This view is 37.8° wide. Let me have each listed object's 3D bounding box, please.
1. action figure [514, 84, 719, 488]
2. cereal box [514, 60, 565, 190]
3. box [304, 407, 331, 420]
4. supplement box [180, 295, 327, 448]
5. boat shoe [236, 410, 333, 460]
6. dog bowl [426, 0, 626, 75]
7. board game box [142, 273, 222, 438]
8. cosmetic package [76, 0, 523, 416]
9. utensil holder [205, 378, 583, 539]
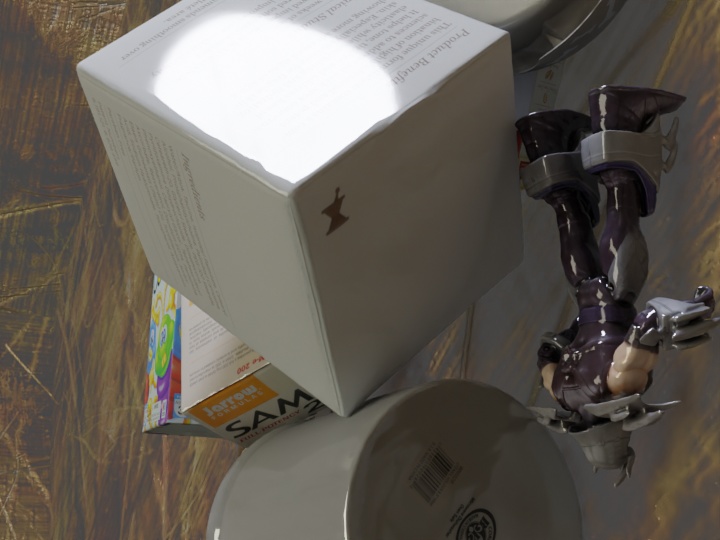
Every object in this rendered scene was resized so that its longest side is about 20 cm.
[{"bbox_3d":[0.131,0.010,0.550,0.129,0.068,0.204,-18,70,58],"label":"action figure"},{"bbox_3d":[0.073,-0.167,0.703,0.142,0.039,0.204,18,101,36],"label":"cereal box"},{"bbox_3d":[-0.041,0.139,0.862,0.041,0.038,0.204,-139,36,-63],"label":"box"},{"bbox_3d":[-0.066,0.010,0.779,0.125,0.073,0.203,-28,47,24],"label":"supplement box"},{"bbox_3d":[-0.073,0.162,0.973,0.200,0.071,0.073,128,159,-50],"label":"boat shoe"},{"bbox_3d":[0.086,-0.212,0.632,0.197,0.058,0.205,1,92,36],"label":"dog bowl"},{"bbox_3d":[-0.126,0.040,0.923,0.105,0.101,0.204,151,123,-63],"label":"board game box"},{"bbox_3d":[-0.031,-0.062,0.627,0.199,0.167,0.168,32,147,37],"label":"cosmetic package"},{"bbox_3d":[0.016,0.164,0.643,0.199,0.167,0.174,-29,56,58],"label":"utensil holder"}]
